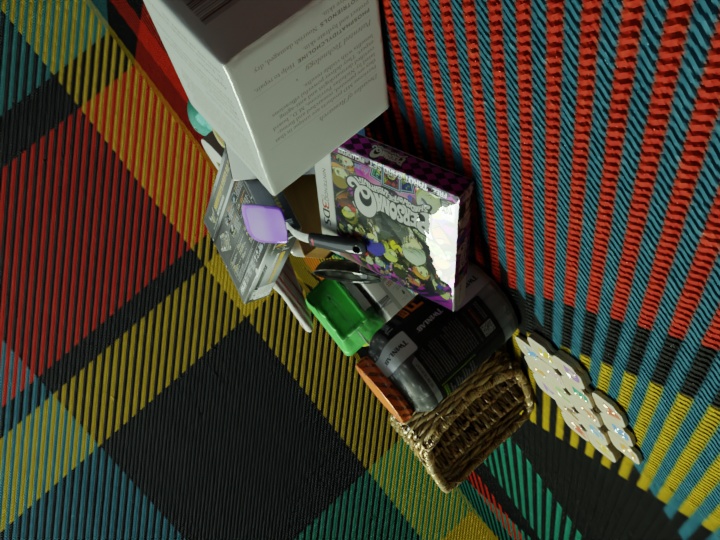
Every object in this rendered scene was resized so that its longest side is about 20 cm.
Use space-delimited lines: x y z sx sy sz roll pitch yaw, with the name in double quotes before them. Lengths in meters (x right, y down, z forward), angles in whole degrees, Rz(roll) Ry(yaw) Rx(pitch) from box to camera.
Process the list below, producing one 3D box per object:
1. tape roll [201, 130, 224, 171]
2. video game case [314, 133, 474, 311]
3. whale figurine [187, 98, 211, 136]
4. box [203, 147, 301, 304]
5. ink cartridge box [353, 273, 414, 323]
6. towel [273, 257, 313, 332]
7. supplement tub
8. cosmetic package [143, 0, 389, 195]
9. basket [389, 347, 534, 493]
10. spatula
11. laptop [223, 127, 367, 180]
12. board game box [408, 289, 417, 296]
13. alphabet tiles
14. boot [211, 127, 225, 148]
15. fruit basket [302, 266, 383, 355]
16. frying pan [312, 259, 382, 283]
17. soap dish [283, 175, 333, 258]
"tape roll" -0.168 -0.191 1.393 0.203 0.138 0.203 49 170 11
"video game case" 0.035 -0.062 0.912 0.197 0.036 0.184 27 144 24
"whale figurine" -0.279 -0.298 1.625 0.201 0.103 0.159 50 170 7
"box" -0.164 -0.068 1.156 0.160 0.048 0.201 61 148 19
"ink cartridge box" 0.063 0.052 1.383 0.201 0.082 0.147 51 171 2
"towel" -0.142 0.000 1.338 0.147 0.030 0.202 56 -174 -44
"supplement tub" 0.095 0.092 1.013 0.123 0.199 0.123 47 170 11
"cosmetic package" -0.088 -0.223 0.765 0.168 0.165 0.201 46 167 23
"basket" 0.159 0.209 1.164 0.150 0.199 0.143 50 170 10
"spatula" -0.071 -0.045 0.993 0.197 0.020 0.058 17 129 36
"laptop" -0.088 -0.177 0.967 0.117 0.195 0.191 -88 -8 -56
"board game box" 0.047 -0.052 1.124 0.200 0.064 0.148 42 168 45
"alphabet tiles" 0.273 0.163 1.008 0.195 0.015 0.202 39 165 52
"boot" -0.168 -0.272 1.085 0.155 0.071 0.206 -167 77 -70
"fruit basket" -0.017 0.075 1.406 0.186 0.094 0.200 50 -173 18
"frying pan" -0.017 -0.002 1.221 0.112 0.032 0.190 7 170 -4
"soap dish" -0.084 -0.120 1.191 0.157 0.080 0.204 3 -114 -79
